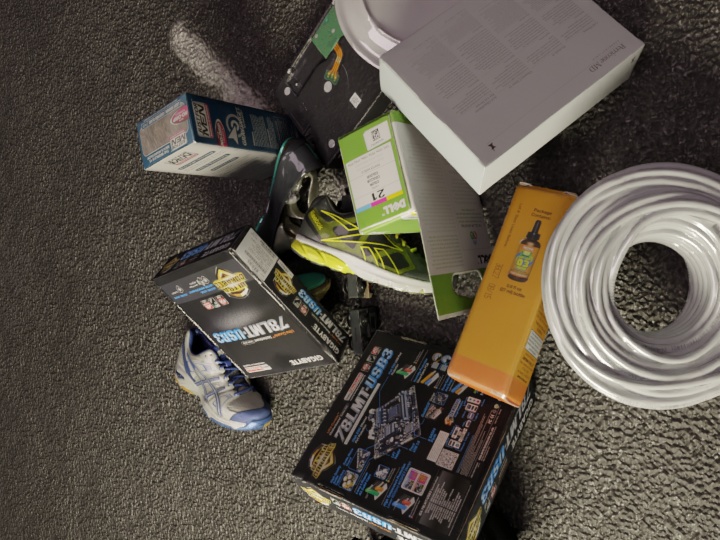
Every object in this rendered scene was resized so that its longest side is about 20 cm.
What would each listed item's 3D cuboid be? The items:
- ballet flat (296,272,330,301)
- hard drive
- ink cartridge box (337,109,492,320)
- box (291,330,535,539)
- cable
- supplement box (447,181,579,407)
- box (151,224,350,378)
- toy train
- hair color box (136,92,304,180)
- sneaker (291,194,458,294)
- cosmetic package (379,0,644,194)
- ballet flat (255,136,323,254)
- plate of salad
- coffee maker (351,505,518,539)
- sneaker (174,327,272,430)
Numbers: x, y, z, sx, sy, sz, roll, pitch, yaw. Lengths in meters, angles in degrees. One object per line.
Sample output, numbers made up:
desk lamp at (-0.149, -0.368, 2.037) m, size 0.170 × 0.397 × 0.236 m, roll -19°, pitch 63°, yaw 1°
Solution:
ballet flat at (-0.111, 0.041, 0.872) m, size 0.196 × 0.070 × 0.073 m, roll -2°, pitch 92°, yaw 36°
hard drive at (-0.013, -0.247, 0.789) m, size 0.201 × 0.037 × 0.141 m, roll -50°, pitch 65°, yaw 29°
ink cartridge box at (0.067, -0.050, 0.674) m, size 0.075 × 0.146 × 0.206 m, roll -17°, pitch 83°, yaw 37°
box at (0.057, 0.172, 0.674) m, size 0.195 × 0.202 × 0.050 m, roll 9°, pitch 140°, yaw 35°
cable at (0.252, 0.012, 0.544) m, size 0.196 × 0.069 × 0.204 m, roll -27°, pitch 89°, yaw 8°
supplement box at (0.155, 0.023, 0.625) m, size 0.065 × 0.068 × 0.204 m, roll 18°, pitch 83°, yaw 33°
box at (-0.142, 0.049, 0.816) m, size 0.197 × 0.050 × 0.200 m, roll -14°, pitch 123°, yaw 44°
toy train at (0.000, 0.000, 0.792) m, size 0.034 × 0.045 × 0.206 m, roll -3°, pitch 93°, yaw 40°
hair color box at (-0.167, -0.162, 0.809) m, size 0.098 × 0.198 × 0.062 m, roll -17°, pitch 84°, yaw 35°
sneaker at (0.020, -0.030, 0.726) m, size 0.195 × 0.074 × 0.087 m, roll 16°, pitch 92°, yaw 3°
cosmetic package at (0.138, -0.189, 0.601) m, size 0.198 × 0.052 × 0.151 m, roll -36°, pitch 68°, yaw -11°
ballet flat at (-0.095, -0.073, 0.838) m, size 0.073 × 0.072 × 0.203 m, roll 44°, pitch 128°, yaw 26°
plate of salad at (0.069, -0.297, 0.691) m, size 0.194 × 0.048 × 0.206 m, roll -1°, pitch 81°, yaw 5°
coffee maker at (0.066, 0.323, 0.697) m, size 0.199 × 0.134 × 0.194 m, roll -41°, pitch 36°, yaw 16°
sneaker at (-0.202, 0.154, 0.931) m, size 0.197 × 0.075 × 0.090 m, roll 26°, pitch 112°, yaw 31°
